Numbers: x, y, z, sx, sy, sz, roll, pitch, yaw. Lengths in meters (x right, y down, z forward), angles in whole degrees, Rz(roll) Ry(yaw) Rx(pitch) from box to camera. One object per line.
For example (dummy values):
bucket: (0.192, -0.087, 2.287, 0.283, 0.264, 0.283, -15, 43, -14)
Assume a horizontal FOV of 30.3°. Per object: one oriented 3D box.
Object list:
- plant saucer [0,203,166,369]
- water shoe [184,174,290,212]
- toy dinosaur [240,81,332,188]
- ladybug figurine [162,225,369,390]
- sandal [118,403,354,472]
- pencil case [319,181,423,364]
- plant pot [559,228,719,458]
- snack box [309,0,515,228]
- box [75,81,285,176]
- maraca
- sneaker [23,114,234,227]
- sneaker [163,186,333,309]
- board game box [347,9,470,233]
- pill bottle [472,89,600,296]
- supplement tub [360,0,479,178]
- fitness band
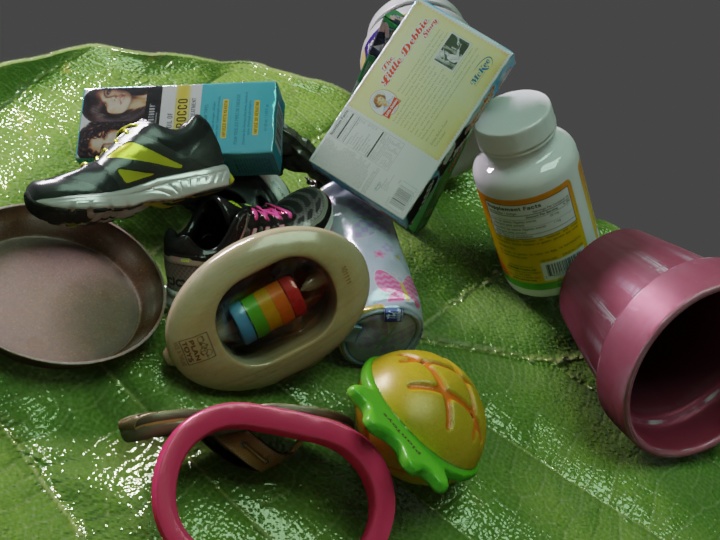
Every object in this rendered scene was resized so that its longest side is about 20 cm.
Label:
plant saucer: (-0.275, 0.019, 1.193, 0.199, 0.035, 0.201, 13, 41, -12)
water shoe: (-0.160, -0.104, 1.359, 0.199, 0.072, 0.079, 35, 48, 17)
toy dinosaur: (-0.062, -0.113, 1.401, 0.200, 0.088, 0.048, 37, 62, -9)
ladybug figurine: (-0.089, 0.030, 1.200, 0.199, 0.137, 0.072, -24, 20, -12)
sandal: (-0.103, 0.143, 1.116, 0.199, 0.080, 0.054, 1, 78, -22)
pencil case: (0.000, 0.000, 1.314, 0.090, 0.083, 0.201, 0, 44, -15)
plant pot: (0.297, 0.055, 1.333, 0.199, 0.201, 0.179, -1, 30, -28)
snack box: (0.052, -0.157, 1.320, 0.116, 0.201, 0.037, 33, -5, 14)
box: (-0.178, -0.139, 1.324, 0.198, 0.049, 0.083, -1, 67, 7)
maraca: (0.048, 0.131, 1.148, 0.137, 0.107, 0.200, 43, 13, 7)
sneaker: (-0.219, -0.094, 1.234, 0.199, 0.074, 0.085, -12, 85, -30)
sneaker: (-0.107, -0.039, 1.260, 0.199, 0.088, 0.074, -31, 37, -28)
board game box: (0.048, -0.155, 1.417, 0.134, 0.201, 0.029, 36, 37, 13)
pill bottle: (0.180, -0.082, 1.386, 0.110, 0.201, 0.111, -14, 35, 10)
supplement tub: (0.074, -0.215, 1.541, 0.144, 0.146, 0.201, 11, 41, -15)
fitness band: (-0.068, 0.183, 1.061, 0.199, 0.037, 0.145, 14, 71, -15)
